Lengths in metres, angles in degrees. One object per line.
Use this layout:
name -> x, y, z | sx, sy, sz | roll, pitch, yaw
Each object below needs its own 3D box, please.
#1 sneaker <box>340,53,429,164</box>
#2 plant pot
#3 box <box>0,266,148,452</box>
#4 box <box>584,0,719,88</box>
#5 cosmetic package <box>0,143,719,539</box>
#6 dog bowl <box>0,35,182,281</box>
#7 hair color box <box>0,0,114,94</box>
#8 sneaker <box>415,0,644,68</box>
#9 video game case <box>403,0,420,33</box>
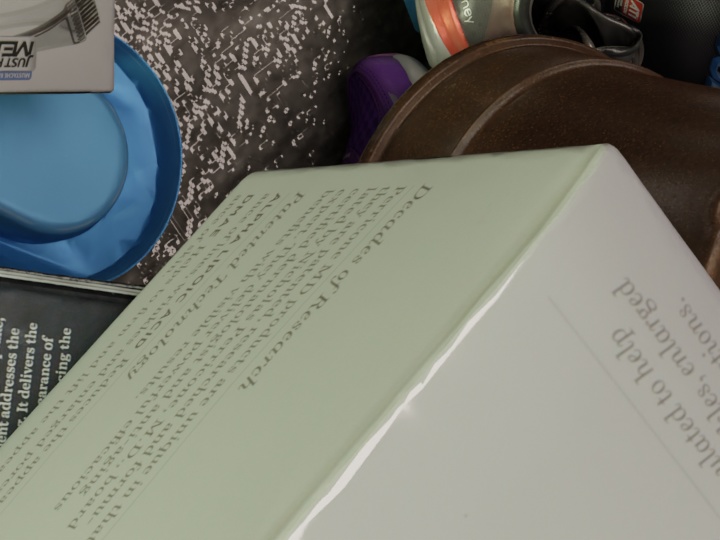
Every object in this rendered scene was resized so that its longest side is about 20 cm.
sneaker -> 0.000, 0.000, 0.792 | 0.088, 0.080, 0.202 | -1, 86, -14
plant pot -> 0.121, 0.008, 0.688 | 0.199, 0.198, 0.203 | -5, 99, -30
box -> -0.159, 0.059, 0.618 | 0.195, 0.199, 0.125 | 11, 83, -29
box -> 0.170, -0.133, 0.778 | 0.198, 0.201, 0.050 | 33, 66, 16
cosmetic package -> 0.009, 0.082, 0.487 | 0.165, 0.199, 0.165 | -49, 113, -20
dog bowl -> -0.169, -0.065, 0.702 | 0.199, 0.049, 0.112 | 28, 70, -27
hair color box -> -0.145, -0.164, 0.619 | 0.110, 0.063, 0.202 | -9, 102, -53
sneaker -> 0.103, -0.078, 0.820 | 0.200, 0.081, 0.078 | 45, 36, -42
video game case -> 0.058, -0.230, 0.814 | 0.201, 0.018, 0.143 | -65, 158, -16
